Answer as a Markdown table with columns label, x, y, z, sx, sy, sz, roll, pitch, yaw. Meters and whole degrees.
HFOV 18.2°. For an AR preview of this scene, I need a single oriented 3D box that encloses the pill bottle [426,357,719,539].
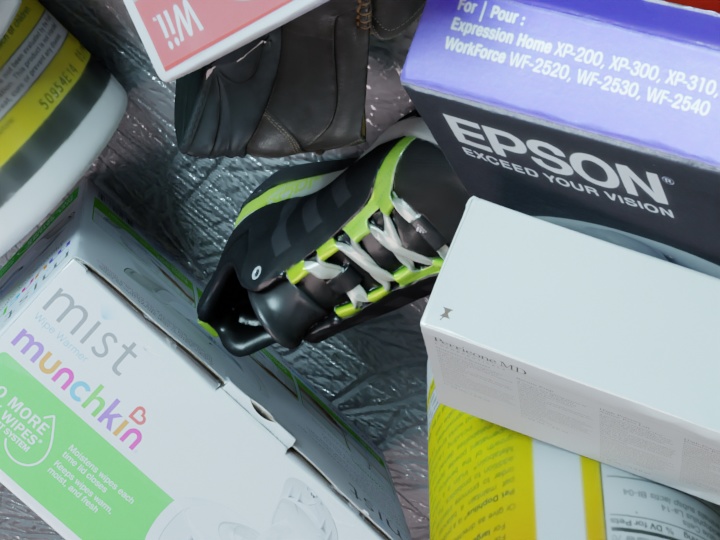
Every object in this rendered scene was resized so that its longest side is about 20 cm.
| label | x | y | z | sx | sy | sz | roll | pitch | yaw |
| --- | --- | --- | --- | --- | --- | --- | --- | --- | --- |
| pill bottle | 0.078 | 0.101 | 0.784 | 0.108 | 0.201 | 0.110 | 0 | 137 | 0 |

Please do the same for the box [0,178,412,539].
| label | x | y | z | sx | sy | sz | roll | pitch | yaw |
| --- | --- | --- | --- | --- | --- | --- | --- | --- | --- |
| box | -0.078 | 0.071 | 0.983 | 0.200 | 0.097 | 0.177 | 43 | -174 | -13 |

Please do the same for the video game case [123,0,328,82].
| label | x | y | z | sx | sy | sz | roll | pitch | yaw |
| --- | --- | --- | --- | --- | --- | --- | --- | --- | --- |
| video game case | -0.066 | -0.166 | 0.676 | 0.143 | 0.017 | 0.201 | -17 | 100 | 58 |

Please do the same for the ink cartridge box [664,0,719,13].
| label | x | y | z | sx | sy | sz | roll | pitch | yaw |
| --- | --- | --- | --- | --- | --- | --- | --- | --- | --- |
| ink cartridge box | 0.151 | -0.089 | 0.591 | 0.199 | 0.044 | 0.174 | 24 | 149 | 24 |

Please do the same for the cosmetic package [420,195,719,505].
| label | x | y | z | sx | sy | sz | roll | pitch | yaw |
| --- | --- | --- | --- | --- | --- | --- | --- | --- | --- |
| cosmetic package | 0.121 | 0.041 | 0.703 | 0.198 | 0.051 | 0.083 | 19 | 165 | 12 |

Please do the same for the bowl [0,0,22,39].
| label | x | y | z | sx | sy | sz | roll | pitch | yaw |
| --- | --- | --- | --- | --- | --- | --- | --- | --- | --- |
| bowl | -0.219 | -0.135 | 0.792 | 0.199 | 0.090 | 0.203 | 3 | 110 | 10 |

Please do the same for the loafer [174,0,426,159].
| label | x | y | z | sx | sy | sz | roll | pitch | yaw |
| --- | --- | --- | --- | --- | --- | --- | --- | --- | --- |
| loafer | -0.008 | -0.106 | 0.744 | 0.072 | 0.073 | 0.200 | 7 | 150 | -15 |

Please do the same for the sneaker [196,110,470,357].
| label | x | y | z | sx | sy | sz | roll | pitch | yaw |
| --- | --- | --- | --- | --- | --- | --- | --- | --- | --- |
| sneaker | 0.000 | 0.000 | 0.866 | 0.072 | 0.083 | 0.200 | 44 | 152 | -16 |

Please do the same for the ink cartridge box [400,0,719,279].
| label | x | y | z | sx | sy | sz | roll | pitch | yaw |
| --- | --- | --- | --- | --- | --- | --- | --- | --- | --- |
| ink cartridge box | 0.114 | -0.028 | 0.675 | 0.197 | 0.044 | 0.200 | 17 | 159 | 29 |

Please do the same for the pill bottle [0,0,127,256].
| label | x | y | z | sx | sy | sz | roll | pitch | yaw |
| --- | --- | --- | --- | --- | --- | --- | --- | --- | --- |
| pill bottle | -0.201 | -0.100 | 0.915 | 0.200 | 0.115 | 0.114 | 45 | 152 | -16 |
